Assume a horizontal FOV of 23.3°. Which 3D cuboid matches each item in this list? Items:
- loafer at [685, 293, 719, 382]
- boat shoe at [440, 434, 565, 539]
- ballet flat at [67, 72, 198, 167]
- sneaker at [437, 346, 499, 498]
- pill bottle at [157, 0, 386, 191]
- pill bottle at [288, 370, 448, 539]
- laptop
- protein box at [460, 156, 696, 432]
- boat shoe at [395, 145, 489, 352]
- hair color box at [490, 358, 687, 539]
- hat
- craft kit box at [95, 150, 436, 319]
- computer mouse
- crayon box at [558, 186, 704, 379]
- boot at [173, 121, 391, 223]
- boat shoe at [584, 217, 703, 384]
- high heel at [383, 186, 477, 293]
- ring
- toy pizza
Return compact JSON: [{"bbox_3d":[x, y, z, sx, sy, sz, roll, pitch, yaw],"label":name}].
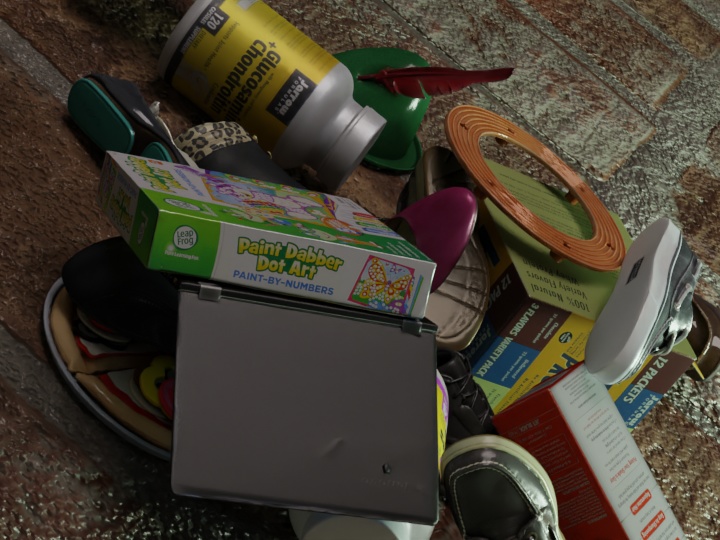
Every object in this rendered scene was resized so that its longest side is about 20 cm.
[{"bbox_3d":[0.306,0.041,1.782,0.070,0.073,0.200,19,22,-32],"label":"loafer"},{"bbox_3d":[0.111,0.196,1.228,0.066,0.071,0.202,-94,163,-47],"label":"boat shoe"},{"bbox_3d":[-0.166,-0.088,1.414,0.073,0.073,0.201,4,40,-47],"label":"ballet flat"},{"bbox_3d":[0.069,0.113,1.359,0.199,0.091,0.076,34,26,-9],"label":"sneaker"},{"bbox_3d":[-0.077,-0.165,1.589,0.199,0.112,0.112,37,27,1],"label":"pill bottle"},{"bbox_3d":[0.006,0.141,1.224,0.104,0.105,0.201,32,28,-10],"label":"pill bottle"},{"bbox_3d":[-0.053,0.069,1.166,0.185,0.117,0.200,11,11,-24],"label":"laptop"},{"bbox_3d":[0.152,0.031,1.534,0.197,0.135,0.201,20,32,-32],"label":"protein box"},{"bbox_3d":[0.063,-0.008,1.445,0.073,0.065,0.202,20,51,-19],"label":"boat shoe"},{"bbox_3d":[0.187,0.179,1.360,0.201,0.061,0.101,62,29,3],"label":"hair color box"},{"bbox_3d":[0.045,-0.212,1.735,0.199,0.177,0.166,38,27,2],"label":"hat"},{"bbox_3d":[-0.071,-0.027,1.212,0.195,0.049,0.200,8,12,-21],"label":"craft kit box"},{"bbox_3d":[-0.113,0.022,1.242,0.198,0.053,0.139,23,28,-14],"label":"computer mouse"},{"bbox_3d":[0.249,0.025,1.703,0.201,0.051,0.127,56,6,33],"label":"crayon box"},{"bbox_3d":[-0.056,-0.059,1.489,0.202,0.074,0.154,-5,50,-48],"label":"boot"},{"bbox_3d":[0.238,0.036,1.418,0.068,0.072,0.200,43,36,-9],"label":"boat shoe"},{"bbox_3d":[0.000,0.000,1.334,0.096,0.200,0.068,12,41,-48],"label":"high heel"},{"bbox_3d":[0.148,-0.068,1.504,0.199,0.019,0.201,32,27,-18],"label":"ring"},{"bbox_3d":[-0.135,0.061,1.258,0.199,0.032,0.201,28,28,-17],"label":"toy pizza"}]
